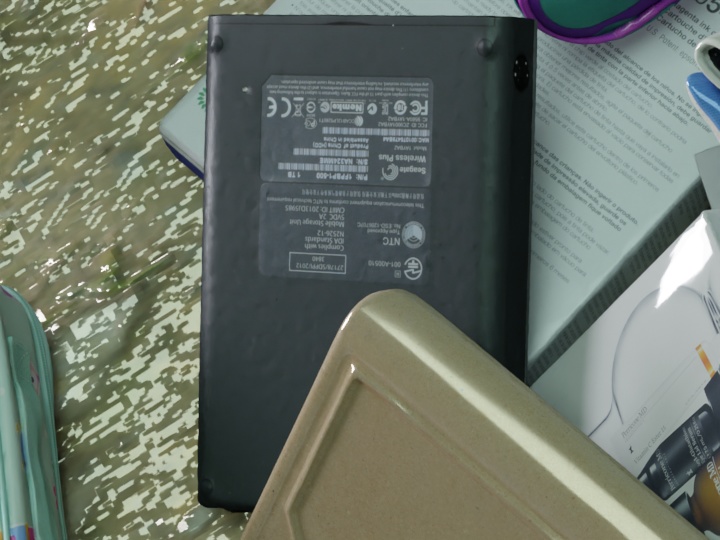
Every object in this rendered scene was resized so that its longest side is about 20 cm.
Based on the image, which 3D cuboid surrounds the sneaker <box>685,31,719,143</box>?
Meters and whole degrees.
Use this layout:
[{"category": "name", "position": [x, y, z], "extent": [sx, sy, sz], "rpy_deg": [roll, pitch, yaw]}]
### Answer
[{"category": "sneaker", "position": [0.178, -0.097, 1.038], "extent": [0.081, 0.146, 0.201], "rpy_deg": [-28, 63, 43]}]

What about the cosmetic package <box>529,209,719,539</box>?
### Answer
[{"category": "cosmetic package", "position": [0.139, 0.101, 1.033], "extent": [0.052, 0.151, 0.200], "rpy_deg": [-3, 59, -32]}]

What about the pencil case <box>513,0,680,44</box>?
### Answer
[{"category": "pencil case", "position": [0.087, -0.194, 1.140], "extent": [0.085, 0.092, 0.200], "rpy_deg": [-16, 57, 9]}]

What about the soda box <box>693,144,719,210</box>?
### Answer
[{"category": "soda box", "position": [0.190, 0.043, 1.080], "extent": [0.064, 0.068, 0.201], "rpy_deg": [-20, 68, 9]}]

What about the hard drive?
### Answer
[{"category": "hard drive", "position": [0.000, 0.000, 1.114], "extent": [0.139, 0.033, 0.201], "rpy_deg": [3, 93, 30]}]

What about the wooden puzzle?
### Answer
[{"category": "wooden puzzle", "position": [0.035, 0.134, 1.067], "extent": [0.185, 0.037, 0.200], "rpy_deg": [40, 121, 21]}]

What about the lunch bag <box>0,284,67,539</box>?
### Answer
[{"category": "lunch bag", "position": [-0.197, 0.098, 1.162], "extent": [0.160, 0.077, 0.201], "rpy_deg": [-12, 69, 9]}]

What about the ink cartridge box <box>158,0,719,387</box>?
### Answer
[{"category": "ink cartridge box", "position": [0.052, -0.068, 1.172], "extent": [0.196, 0.043, 0.200], "rpy_deg": [41, 82, 23]}]
